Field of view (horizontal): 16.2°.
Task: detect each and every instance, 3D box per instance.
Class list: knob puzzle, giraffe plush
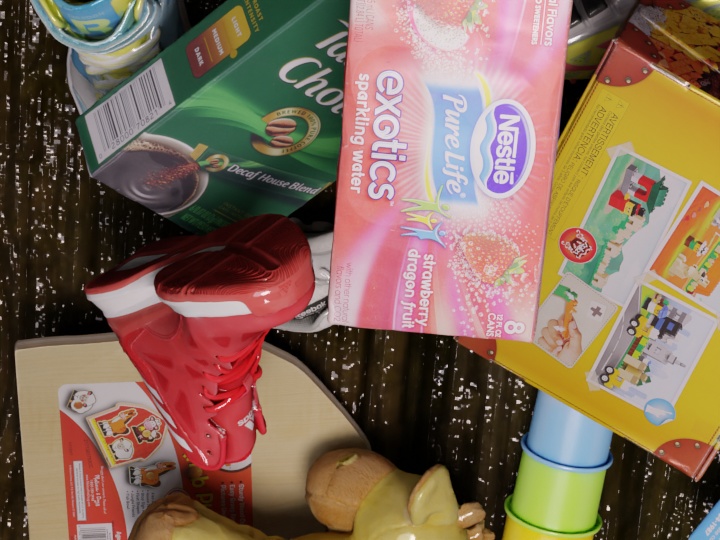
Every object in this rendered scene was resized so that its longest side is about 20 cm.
[{"bbox_3d":[-0.093,0.105,1.451,0.218,0.031,0.221,-2,121,-3],"label":"knob puzzle"},{"bbox_3d":[-0.011,0.167,1.399,0.162,0.173,0.200,-43,90,-6],"label":"giraffe plush"}]

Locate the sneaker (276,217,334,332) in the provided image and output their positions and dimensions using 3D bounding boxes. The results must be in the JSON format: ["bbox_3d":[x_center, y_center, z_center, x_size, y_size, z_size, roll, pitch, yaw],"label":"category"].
[{"bbox_3d":[0.000,0.000,1.378,0.198,0.081,0.076,-10,108,8],"label":"sneaker"}]

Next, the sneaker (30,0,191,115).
[{"bbox_3d":[-0.129,-0.115,1.318,0.079,0.131,0.201,-7,111,7],"label":"sneaker"}]

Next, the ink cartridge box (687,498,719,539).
[{"bbox_3d":[0.293,0.167,1.370,0.200,0.068,0.116,42,105,18],"label":"ink cartridge box"}]

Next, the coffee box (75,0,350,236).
[{"bbox_3d":[-0.034,-0.095,1.292,0.199,0.044,0.123,-35,142,21],"label":"coffee box"}]

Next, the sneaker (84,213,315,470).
[{"bbox_3d":[-0.060,0.040,1.287,0.078,0.200,0.116,-33,105,-21],"label":"sneaker"}]

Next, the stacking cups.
[{"bbox_3d":[0.114,0.083,1.410,0.060,0.061,0.202,8,110,3],"label":"stacking cups"}]

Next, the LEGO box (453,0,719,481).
[{"bbox_3d":[0.158,-0.017,1.278,0.148,0.077,0.201,30,123,4],"label":"LEGO box"}]

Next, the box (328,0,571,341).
[{"bbox_3d":[0.043,-0.078,1.175,0.102,0.095,0.201,6,117,1],"label":"box"}]

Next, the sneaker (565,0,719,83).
[{"bbox_3d":[0.148,-0.125,1.318,0.199,0.078,0.091,-18,125,21],"label":"sneaker"}]
